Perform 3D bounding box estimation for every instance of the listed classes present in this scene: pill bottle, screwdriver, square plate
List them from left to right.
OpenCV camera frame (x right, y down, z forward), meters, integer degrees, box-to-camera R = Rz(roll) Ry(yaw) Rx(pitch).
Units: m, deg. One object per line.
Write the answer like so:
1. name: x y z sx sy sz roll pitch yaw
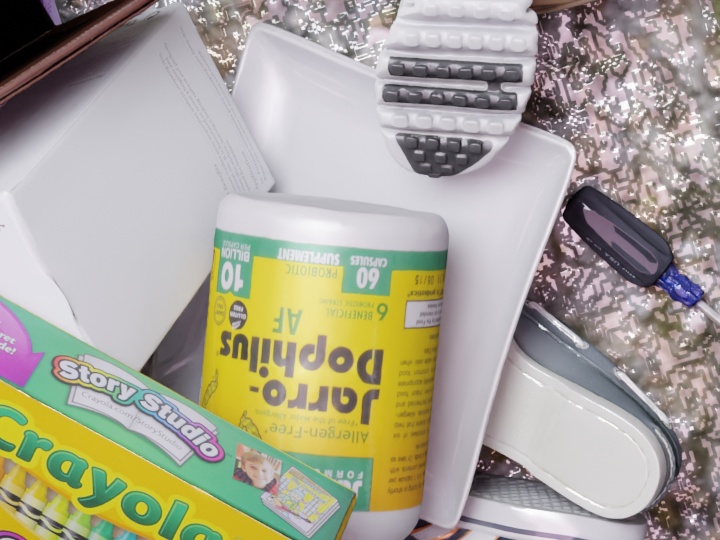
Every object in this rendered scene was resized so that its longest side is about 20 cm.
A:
1. pill bottle: -0.022 0.068 1.116 0.112 0.113 0.202 7 95 6
2. square plate: 0.000 0.000 1.183 0.197 0.028 0.201 23 102 27
3. screwdriver: 0.185 0.024 1.189 0.199 0.028 0.029 36 130 4

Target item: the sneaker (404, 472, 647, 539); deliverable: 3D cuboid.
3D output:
1. sneaker: 0.046 0.143 1.204 0.198 0.078 0.080 7 95 18

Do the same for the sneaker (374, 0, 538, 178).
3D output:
1. sneaker: 0.050 -0.138 1.091 0.074 0.081 0.201 8 121 1

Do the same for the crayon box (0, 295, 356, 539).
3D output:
1. crayon box: -0.126 0.124 1.049 0.199 0.058 0.173 28 125 -1

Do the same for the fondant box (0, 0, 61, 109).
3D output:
1. fondant box: -0.229 -0.070 1.151 0.058 0.199 0.145 -11 99 47

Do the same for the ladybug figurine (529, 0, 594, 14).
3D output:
1. ladybug figurine: 0.079 -0.194 1.149 0.198 0.072 0.137 -6 99 8

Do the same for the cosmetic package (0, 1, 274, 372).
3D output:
1. cosmetic package: -0.127 -0.030 1.112 0.081 0.200 0.113 -14 113 31

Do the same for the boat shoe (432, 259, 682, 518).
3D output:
1. boat shoe: 0.079 0.051 1.192 0.200 0.062 0.073 37 113 21

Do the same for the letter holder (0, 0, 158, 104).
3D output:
1. letter holder: -0.193 -0.118 1.057 0.142 0.200 0.101 -12 111 48
